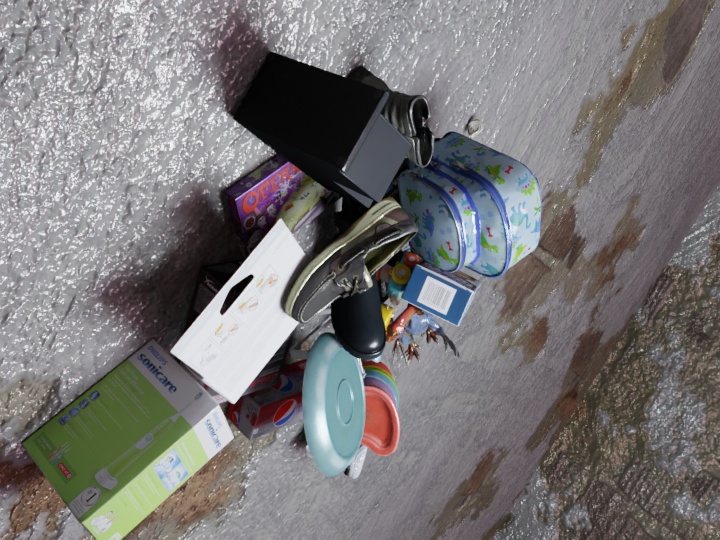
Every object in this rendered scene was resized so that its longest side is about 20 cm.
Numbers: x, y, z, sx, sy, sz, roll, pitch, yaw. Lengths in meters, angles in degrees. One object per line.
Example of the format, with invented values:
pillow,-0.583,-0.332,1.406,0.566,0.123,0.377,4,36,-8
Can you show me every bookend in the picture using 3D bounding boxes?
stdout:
bookend,-0.011,-0.144,0.921,0.198,0.199,0.093,33,88,-50

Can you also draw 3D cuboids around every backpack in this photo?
backpack,0.156,-0.084,1.152,0.146,0.199,0.186,-33,131,-29

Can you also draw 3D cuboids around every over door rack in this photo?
over door rack,-0.056,0.142,1.204,0.200,0.065,0.151,-53,134,-61

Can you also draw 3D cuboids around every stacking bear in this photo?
stacking bear,0.016,0.219,1.370,0.200,0.119,0.116,-72,175,-77

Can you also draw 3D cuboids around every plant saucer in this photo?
plant saucer,-0.031,0.190,1.128,0.200,0.027,0.205,-5,90,-69

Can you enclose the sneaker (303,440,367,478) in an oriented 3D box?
sneaker,-0.037,0.291,1.459,0.201,0.113,0.076,-72,178,-59

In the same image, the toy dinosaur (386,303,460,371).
toy dinosaur,0.072,0.086,1.248,0.104,0.202,0.182,-28,144,1

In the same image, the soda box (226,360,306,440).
soda box,-0.117,0.200,1.263,0.198,0.063,0.071,-12,129,-51

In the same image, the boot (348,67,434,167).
boot,0.043,-0.169,1.072,0.068,0.130,0.202,-40,146,-21

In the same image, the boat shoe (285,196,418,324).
boat shoe,-0.009,-0.005,0.985,0.201,0.066,0.072,-46,156,-10

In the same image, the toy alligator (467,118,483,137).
toy alligator,0.160,-0.155,1.312,0.054,0.058,0.204,-13,120,-67

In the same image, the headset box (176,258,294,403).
headset box,-0.165,0.089,1.077,0.147,0.075,0.203,-11,127,-50

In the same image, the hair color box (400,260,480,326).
hair color box,0.133,0.030,1.261,0.061,0.099,0.200,-65,172,8

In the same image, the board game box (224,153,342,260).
board game box,-0.088,-0.108,1.049,0.199,0.032,0.121,-39,142,-25

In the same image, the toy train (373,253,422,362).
toy train,0.039,0.054,1.276,0.150,0.055,0.203,-24,137,-78

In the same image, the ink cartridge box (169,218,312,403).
ink cartridge box,-0.139,0.047,0.960,0.201,0.043,0.174,-51,148,-12

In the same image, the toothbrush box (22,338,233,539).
toothbrush box,-0.280,0.208,0.960,0.200,0.145,0.087,-41,147,-23

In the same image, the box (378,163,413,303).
box,0.060,-0.061,1.281,0.159,0.046,0.202,-42,147,-22

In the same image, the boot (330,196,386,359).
boot,0.000,0.000,1.100,0.075,0.203,0.169,-5,147,-14
